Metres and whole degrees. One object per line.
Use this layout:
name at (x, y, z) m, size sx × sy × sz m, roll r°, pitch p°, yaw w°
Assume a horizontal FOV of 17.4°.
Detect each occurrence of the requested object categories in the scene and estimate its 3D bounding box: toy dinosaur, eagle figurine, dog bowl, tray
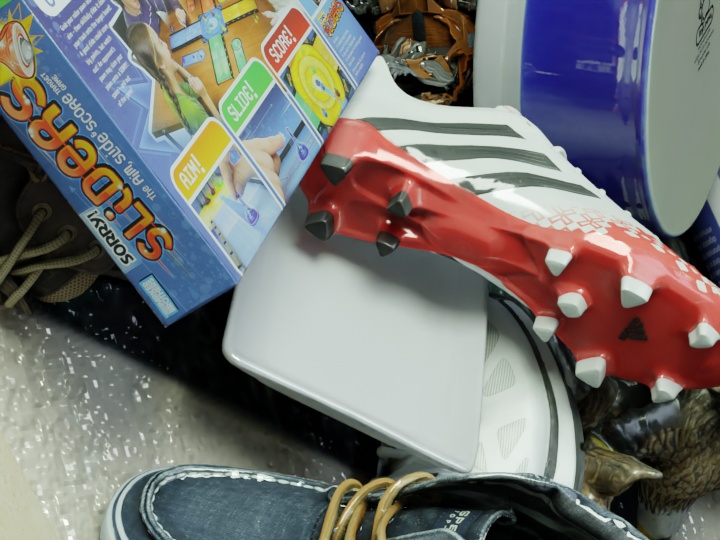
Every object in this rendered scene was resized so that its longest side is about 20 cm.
toy dinosaur at (0.044, -0.140, 1.082) m, size 0.200 × 0.101 × 0.136 m, roll -78°, pitch 152°, yaw -59°
eagle figurine at (0.161, 0.073, 1.028) m, size 0.199 × 0.151 × 0.153 m, roll -2°, pitch 73°, yaw -26°
dog bowl at (0.119, -0.117, 1.063) m, size 0.200 × 0.078 × 0.202 m, roll 10°, pitch 90°, yaw -70°
tray at (0.000, 0.000, 0.935) m, size 0.107 × 0.022 × 0.201 m, roll 27°, pitch 34°, yaw -13°

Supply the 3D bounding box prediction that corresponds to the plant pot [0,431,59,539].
plant pot at (-0.168, 0.112, 0.580) m, size 0.201 × 0.199 × 0.177 m, roll 61°, pitch 25°, yaw -2°

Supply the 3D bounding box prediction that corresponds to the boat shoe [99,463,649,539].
boat shoe at (0.010, 0.095, 0.798) m, size 0.199 × 0.091 × 0.071 m, roll 19°, pitch 49°, yaw 5°

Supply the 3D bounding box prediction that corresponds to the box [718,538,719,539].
box at (0.186, 0.175, 0.977) m, size 0.199 × 0.161 × 0.049 m, roll 19°, pitch 32°, yaw -42°

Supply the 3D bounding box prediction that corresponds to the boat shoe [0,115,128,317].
boat shoe at (-0.107, -0.027, 0.824) m, size 0.199 × 0.074 × 0.074 m, roll -1°, pitch 69°, yaw -49°

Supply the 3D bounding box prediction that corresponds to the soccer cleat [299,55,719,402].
soccer cleat at (0.069, -0.020, 0.926) m, size 0.199 × 0.069 × 0.085 m, roll 25°, pitch 47°, yaw 2°

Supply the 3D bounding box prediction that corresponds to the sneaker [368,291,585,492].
sneaker at (0.024, 0.085, 0.909) m, size 0.115 × 0.075 × 0.202 m, roll 27°, pitch 52°, yaw -41°

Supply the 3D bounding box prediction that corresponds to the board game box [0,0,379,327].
board game box at (-0.066, -0.085, 0.831) m, size 0.136 × 0.034 × 0.200 m, roll 53°, pitch 28°, yaw -14°

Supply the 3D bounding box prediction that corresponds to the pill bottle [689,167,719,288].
pill bottle at (0.238, 0.002, 1.185) m, size 0.115 × 0.115 × 0.201 m, roll -16°, pitch 82°, yaw -53°
